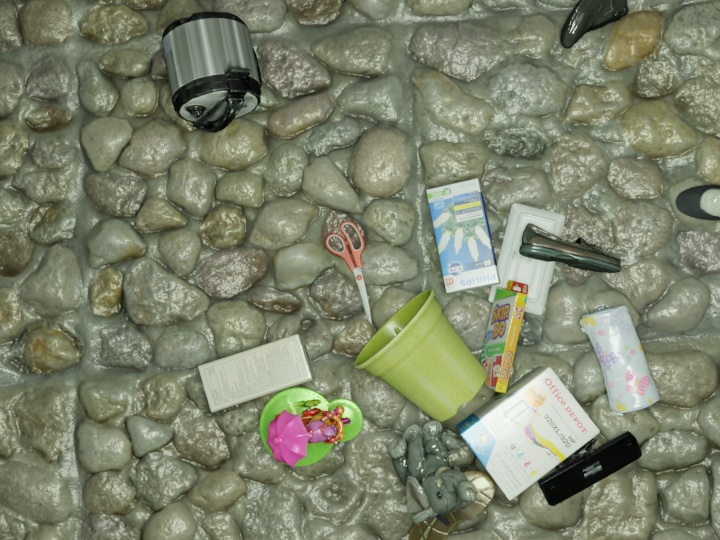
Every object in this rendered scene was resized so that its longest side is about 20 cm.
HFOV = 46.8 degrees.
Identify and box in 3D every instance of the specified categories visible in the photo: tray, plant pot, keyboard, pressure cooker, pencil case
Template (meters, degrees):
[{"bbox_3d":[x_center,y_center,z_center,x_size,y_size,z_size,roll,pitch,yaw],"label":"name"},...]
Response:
[{"bbox_3d":[0.321,-0.024,1.595,0.107,0.022,0.200,14,85,5],"label":"tray"},{"bbox_3d":[0.122,0.167,1.515,0.200,0.200,0.184,-44,94,-2],"label":"plant pot"},{"bbox_3d":[0.417,0.350,1.538,0.200,0.040,0.104,-29,122,-2],"label":"keyboard"},{"bbox_3d":[-0.282,-0.366,1.588,0.178,0.176,0.200,-13,80,5],"label":"pressure cooker"},{"bbox_3d":[0.478,0.163,1.536,0.091,0.083,0.200,-19,83,5],"label":"pencil case"}]

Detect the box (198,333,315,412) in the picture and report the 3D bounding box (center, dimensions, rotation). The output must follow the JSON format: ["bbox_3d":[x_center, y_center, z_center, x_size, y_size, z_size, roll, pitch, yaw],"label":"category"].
[{"bbox_3d":[-0.194,0.193,1.572,0.200,0.078,0.095,-17,84,1],"label":"box"}]

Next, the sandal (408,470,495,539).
[{"bbox_3d":[0.167,0.443,1.544,0.080,0.054,0.200,43,102,12],"label":"sandal"}]

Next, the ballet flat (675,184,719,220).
[{"bbox_3d":[0.700,-0.127,1.562,0.200,0.073,0.073,7,84,4],"label":"ballet flat"}]

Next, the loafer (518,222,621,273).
[{"bbox_3d":[0.397,-0.042,1.558,0.200,0.072,0.063,11,80,-9],"label":"loafer"}]

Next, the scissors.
[{"bbox_3d":[0.000,0.000,1.614,0.073,0.014,0.200,-29,82,-2],"label":"scissors"}]

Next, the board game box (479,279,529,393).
[{"bbox_3d":[0.261,0.117,1.534,0.030,0.096,0.200,14,92,-15],"label":"board game box"}]

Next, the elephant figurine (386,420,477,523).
[{"bbox_3d":[0.131,0.374,1.447,0.141,0.155,0.200,-35,43,7],"label":"elephant figurine"}]

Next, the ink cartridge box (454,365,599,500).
[{"bbox_3d":[0.297,0.286,1.502,0.200,0.145,0.147,-37,83,-1],"label":"ink cartridge box"}]

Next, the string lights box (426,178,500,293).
[{"bbox_3d":[0.196,-0.063,1.582,0.103,0.059,0.200,-12,83,11],"label":"string lights box"}]

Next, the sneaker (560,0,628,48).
[{"bbox_3d":[0.467,-0.506,1.614,0.091,0.076,0.200,38,89,0],"label":"sneaker"}]

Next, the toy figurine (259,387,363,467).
[{"bbox_3d":[-0.093,0.292,1.498,0.200,0.184,0.151,-7,89,0],"label":"toy figurine"}]
